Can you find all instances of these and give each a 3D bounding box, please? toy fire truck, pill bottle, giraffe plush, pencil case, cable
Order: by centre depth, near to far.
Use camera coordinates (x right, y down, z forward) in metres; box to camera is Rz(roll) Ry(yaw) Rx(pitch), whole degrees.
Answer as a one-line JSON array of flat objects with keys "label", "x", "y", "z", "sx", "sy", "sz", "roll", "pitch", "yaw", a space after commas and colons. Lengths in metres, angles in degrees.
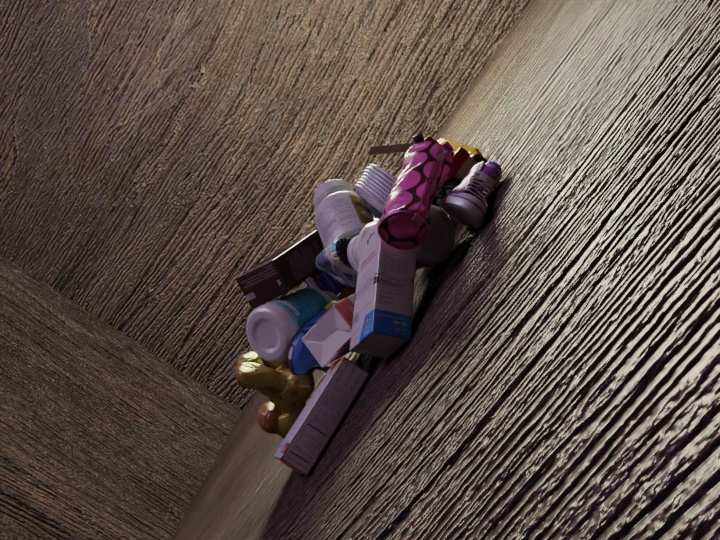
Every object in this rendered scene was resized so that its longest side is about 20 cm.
[{"label": "pencil case", "x": 0.092, "y": -0.125, "z": 1.398, "sx": 0.094, "sy": 0.091, "sz": 0.200, "roll": -21, "pitch": 35, "yaw": 36}, {"label": "pill bottle", "x": 0.064, "y": -0.046, "z": 1.532, "sx": 0.200, "sy": 0.104, "sz": 0.104, "roll": -17, "pitch": 36, "yaw": 52}, {"label": "giraffe plush", "x": -0.140, "y": 0.247, "z": 1.672, "sx": 0.173, "sy": 0.200, "sz": 0.162, "roll": -29, "pitch": -55, "yaw": -58}, {"label": "cable", "x": 0.072, "y": -0.116, "z": 1.674, "sx": 0.069, "sy": 0.200, "sz": 0.200, "roll": -47, "pitch": 4, "yaw": -3}, {"label": "toy fire truck", "x": 0.116, "y": -0.193, "z": 1.683, "sx": 0.129, "sy": 0.200, "sz": 0.176, "roll": -51, "pitch": 2, "yaw": -22}, {"label": "pill bottle", "x": -0.119, "y": 0.097, "z": 1.690, "sx": 0.200, "sy": 0.111, "sz": 0.111, "roll": -23, "pitch": -25, "yaw": -52}, {"label": "pill bottle", "x": -0.030, "y": -0.094, "z": 1.757, "sx": 0.114, "sy": 0.114, "sz": 0.200, "roll": -54, "pitch": 34, "yaw": 25}]

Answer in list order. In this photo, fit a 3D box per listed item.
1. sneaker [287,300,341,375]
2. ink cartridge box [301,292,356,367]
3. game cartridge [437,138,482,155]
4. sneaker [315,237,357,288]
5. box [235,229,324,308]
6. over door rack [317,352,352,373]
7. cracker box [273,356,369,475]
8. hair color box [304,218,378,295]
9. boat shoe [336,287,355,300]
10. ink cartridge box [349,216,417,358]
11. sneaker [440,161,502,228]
[{"label": "sneaker", "x": -0.058, "y": 0.121, "z": 1.617, "sx": 0.078, "sy": 0.066, "sz": 0.200, "roll": 6, "pitch": 36, "yaw": 34}, {"label": "ink cartridge box", "x": 0.004, "y": 0.085, "z": 1.553, "sx": 0.200, "sy": 0.068, "sz": 0.116, "roll": -26, "pitch": -17, "yaw": -48}, {"label": "game cartridge", "x": 0.151, "y": -0.196, "z": 1.866, "sx": 0.200, "sy": 0.032, "sz": 0.176, "roll": -47, "pitch": 29, "yaw": -6}, {"label": "sneaker", "x": 0.000, "y": 0.000, "z": 1.670, "sx": 0.086, "sy": 0.200, "sz": 0.078, "roll": -22, "pitch": 50, "yaw": 41}, {"label": "box", "x": -0.148, "y": -0.004, "z": 1.726, "sx": 0.100, "sy": 0.075, "sz": 0.200, "roll": -24, "pitch": 10, "yaw": 29}, {"label": "over door rack", "x": -0.024, "y": 0.143, "z": 1.740, "sx": 0.148, "sy": 0.067, "sz": 0.200, "roll": -58, "pitch": 4, "yaw": -9}, {"label": "cracker box", "x": -0.069, "y": 0.250, "z": 1.504, "sx": 0.200, "sy": 0.058, "sz": 0.134, "roll": -57, "pitch": 3, "yaw": -14}, {"label": "hair color box", "x": -0.022, "y": -0.028, "z": 1.845, "sx": 0.200, "sy": 0.065, "sz": 0.109, "roll": -41, "pitch": 20, "yaw": -14}, {"label": "boat shoe", "x": -0.018, "y": 0.048, "z": 1.858, "sx": 0.072, "sy": 0.076, "sz": 0.200, "roll": -51, "pitch": -16, "yaw": 32}, {"label": "ink cartridge box", "x": 0.039, "y": 0.028, "z": 1.416, "sx": 0.116, "sy": 0.068, "sz": 0.200, "roll": 133, "pitch": 146, "yaw": -62}, {"label": "sneaker", "x": 0.186, "y": -0.133, "z": 1.420, "sx": 0.114, "sy": 0.073, "sz": 0.200, "roll": -53, "pitch": 5, "yaw": 4}]
